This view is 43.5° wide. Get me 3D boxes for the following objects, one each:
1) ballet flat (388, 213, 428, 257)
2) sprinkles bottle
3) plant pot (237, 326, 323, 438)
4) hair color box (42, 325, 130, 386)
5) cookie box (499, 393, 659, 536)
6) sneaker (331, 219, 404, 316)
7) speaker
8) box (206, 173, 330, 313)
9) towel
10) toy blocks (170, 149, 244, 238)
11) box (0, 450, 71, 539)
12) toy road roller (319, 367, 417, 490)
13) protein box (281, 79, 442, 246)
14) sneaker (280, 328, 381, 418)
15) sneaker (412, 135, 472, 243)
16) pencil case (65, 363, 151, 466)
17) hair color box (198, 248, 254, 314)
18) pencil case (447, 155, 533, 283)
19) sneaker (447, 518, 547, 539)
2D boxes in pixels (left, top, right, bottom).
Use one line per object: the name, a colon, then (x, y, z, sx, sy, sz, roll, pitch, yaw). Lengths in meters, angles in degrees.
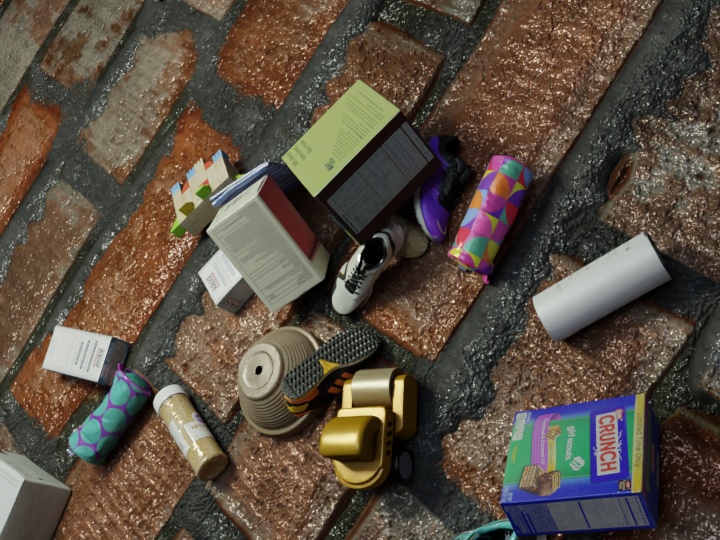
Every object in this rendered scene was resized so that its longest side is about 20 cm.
ballet flat: (0.037, -0.084, 1.624, 0.198, 0.065, 0.071, 29, 84, 38)
sprinkles bottle: (-0.325, 0.307, 1.714, 0.069, 0.068, 0.200, -49, 52, 7)
plant pot: (-0.157, 0.193, 1.630, 0.197, 0.092, 0.206, -13, 65, 30)
hair color box: (-0.596, 0.186, 1.956, 0.197, 0.060, 0.102, 6, 75, 37)
cookie box: (0.305, 0.269, 1.245, 0.196, 0.076, 0.173, -14, 34, 29)
sneaker: (0.000, 0.000, 1.578, 0.073, 0.080, 0.202, 35, 115, 8)
speaker: (0.358, 0.026, 1.348, 0.198, 0.081, 0.082, -33, 56, 19)
box: (-0.165, -0.050, 1.653, 0.126, 0.201, 0.110, -31, 19, 19)
towel: (-0.187, -0.158, 1.734, 0.143, 0.199, 0.024, -31, 80, 18)
toy blocks: (-0.327, -0.176, 1.908, 0.199, 0.100, 0.138, -40, 43, 15)
box: (-0.742, 0.504, 1.883, 0.196, 0.130, 0.204, 17, 81, 37)
toy road roller: (0.008, 0.250, 1.456, 0.121, 0.145, 0.205, -8, 67, 31)
protein box: (-0.001, -0.190, 1.564, 0.200, 0.135, 0.199, -44, 33, 2)
sneaker: (-0.048, 0.180, 1.565, 0.198, 0.091, 0.070, -32, 51, -21)
sneaker: (0.147, -0.151, 1.573, 0.098, 0.069, 0.205, -13, 65, 27)
pencil case: (-0.512, 0.297, 1.836, 0.092, 0.085, 0.201, 38, 94, 10)
hair color box: (-0.221, -0.024, 1.783, 0.200, 0.060, 0.099, -45, 52, 10)
pencil case: (0.216, -0.088, 1.495, 0.087, 0.088, 0.204, 22, 87, 38)
sneaker: (0.169, 0.406, 1.316, 0.198, 0.091, 0.079, -31, 55, 21)
